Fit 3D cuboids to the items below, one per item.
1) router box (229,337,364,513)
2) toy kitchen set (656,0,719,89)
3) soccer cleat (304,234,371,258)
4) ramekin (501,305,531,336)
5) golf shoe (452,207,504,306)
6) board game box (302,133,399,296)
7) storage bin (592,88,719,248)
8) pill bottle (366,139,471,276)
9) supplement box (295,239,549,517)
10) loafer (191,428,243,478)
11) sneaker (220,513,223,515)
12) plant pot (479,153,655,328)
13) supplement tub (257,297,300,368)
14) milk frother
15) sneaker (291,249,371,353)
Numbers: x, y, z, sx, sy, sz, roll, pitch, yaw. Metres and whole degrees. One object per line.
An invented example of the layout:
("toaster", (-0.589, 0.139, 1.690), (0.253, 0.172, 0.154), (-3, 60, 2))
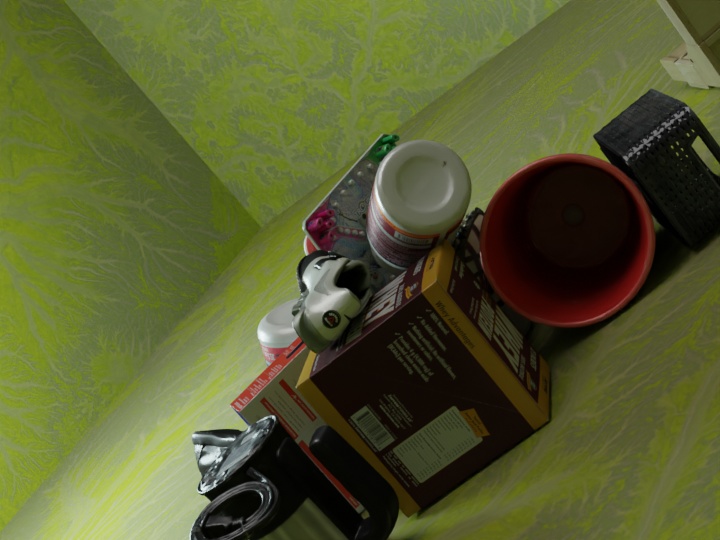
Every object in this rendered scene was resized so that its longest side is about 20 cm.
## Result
("router box", (-0.025, 0.170, 1.654), (0.179, 0.200, 0.049), (-43, 17, -10))
("toy kitchen set", (0.504, -0.386, 2.011), (0.163, 0.181, 0.200), (-40, 15, -1))
("soccer cleat", (0.000, 0.000, 1.777), (0.085, 0.199, 0.069), (3, 72, 57))
("ramekin", (0.129, 0.075, 1.774), (0.202, 0.094, 0.203), (-40, 11, 9))
("golf shoe", (0.135, 0.009, 1.660), (0.201, 0.087, 0.077), (-71, 7, -45))
("board game box", (0.043, -0.041, 1.744), (0.026, 0.201, 0.200), (-17, 26, 49))
("storage bin", (0.357, -0.121, 1.609), (0.093, 0.136, 0.200), (-38, 11, 8))
("pill bottle", (0.062, -0.064, 1.608), (0.110, 0.109, 0.200), (-44, -9, -16))
("supplement box", (0.073, 0.117, 1.529), (0.199, 0.198, 0.133), (-37, 11, 18))
("loafer", (-0.141, 0.239, 1.749), (0.072, 0.072, 0.199), (-2, -1, -35))
("sneaker", (-0.122, 0.274, 1.838), (0.087, 0.077, 0.201), (75, -142, -63))
("plant pot", (0.247, -0.050, 1.634), (0.200, 0.201, 0.177), (-38, 2, 18))
("supplement tub", (-0.040, 0.139, 1.752), (0.139, 0.202, 0.140), (-14, 15, 4))
("milk frother", (-0.077, 0.278, 1.457), (0.180, 0.188, 0.200), (-30, 16, 50))
("sneaker", (-0.022, 0.018, 1.551), (0.088, 0.074, 0.200), (-39, 19, 14))
